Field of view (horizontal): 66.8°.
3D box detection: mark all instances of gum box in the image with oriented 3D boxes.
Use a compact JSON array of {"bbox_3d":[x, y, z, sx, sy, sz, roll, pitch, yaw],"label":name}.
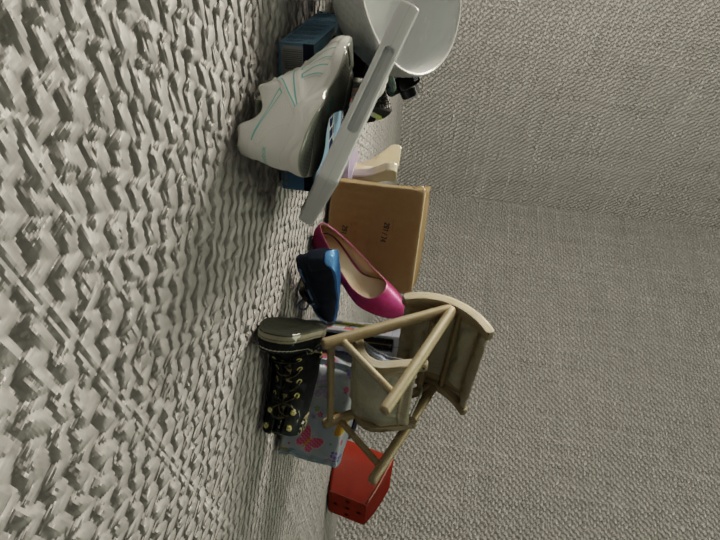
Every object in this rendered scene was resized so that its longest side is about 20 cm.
[{"bbox_3d":[-0.057,-0.222,0.698,0.201,0.044,0.171,-73,169,-55],"label":"gum box"}]

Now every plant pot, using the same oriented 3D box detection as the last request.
[{"bbox_3d":[-0.014,0.724,1.843,0.177,0.198,0.202,-58,159,-48],"label":"plant pot"}]

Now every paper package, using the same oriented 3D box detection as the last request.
[{"bbox_3d":[0.029,-0.071,1.053,0.103,0.188,0.203,-42,139,-75],"label":"paper package"}]

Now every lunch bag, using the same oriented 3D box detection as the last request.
[{"bbox_3d":[-0.054,0.209,0.932,0.200,0.126,0.172,-52,154,-87],"label":"lunch bag"}]

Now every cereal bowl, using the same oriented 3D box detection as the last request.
[{"bbox_3d":[0.032,-0.328,0.635,0.199,0.083,0.203,-13,108,-46],"label":"cereal bowl"}]

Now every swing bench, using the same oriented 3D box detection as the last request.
[{"bbox_3d":[0.059,0.149,0.753,0.199,0.130,0.200,-28,143,-29],"label":"swing bench"}]

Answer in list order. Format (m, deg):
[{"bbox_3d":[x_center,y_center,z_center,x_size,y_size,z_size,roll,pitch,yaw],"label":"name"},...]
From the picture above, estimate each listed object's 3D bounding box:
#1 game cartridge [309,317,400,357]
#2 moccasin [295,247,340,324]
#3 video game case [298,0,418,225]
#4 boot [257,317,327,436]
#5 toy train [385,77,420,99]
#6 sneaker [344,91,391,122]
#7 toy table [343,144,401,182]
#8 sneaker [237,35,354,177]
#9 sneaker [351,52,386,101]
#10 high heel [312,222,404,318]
[{"bbox_3d":[-0.004,0.110,0.917,0.133,0.197,0.041,29,67,-85],"label":"game cartridge"},{"bbox_3d":[-0.065,0.018,0.855,0.201,0.067,0.081,92,1,-58],"label":"moccasin"},{"bbox_3d":[-0.011,-0.148,0.569,0.183,0.023,0.200,-65,-172,-10],"label":"video game case"},{"bbox_3d":[-0.093,0.141,0.708,0.204,0.073,0.156,33,67,-83],"label":"boot"},{"bbox_3d":[0.036,-0.367,0.855,0.201,0.085,0.114,62,-2,-25],"label":"toy train"},{"bbox_3d":[-0.020,-0.271,0.883,0.199,0.082,0.073,3,70,-61],"label":"sneaker"},{"bbox_3d":[0.021,-0.195,1.203,0.200,0.116,0.186,31,67,-85],"label":"toy table"},{"bbox_3d":[-0.056,-0.173,0.530,0.071,0.079,0.201,90,17,-48],"label":"sneaker"},{"bbox_3d":[0.018,-0.325,0.715,0.082,0.076,0.202,-4,105,-72],"label":"sneaker"},{"bbox_3d":[0.000,0.000,0.908,0.067,0.200,0.096,-40,162,-22],"label":"high heel"}]
